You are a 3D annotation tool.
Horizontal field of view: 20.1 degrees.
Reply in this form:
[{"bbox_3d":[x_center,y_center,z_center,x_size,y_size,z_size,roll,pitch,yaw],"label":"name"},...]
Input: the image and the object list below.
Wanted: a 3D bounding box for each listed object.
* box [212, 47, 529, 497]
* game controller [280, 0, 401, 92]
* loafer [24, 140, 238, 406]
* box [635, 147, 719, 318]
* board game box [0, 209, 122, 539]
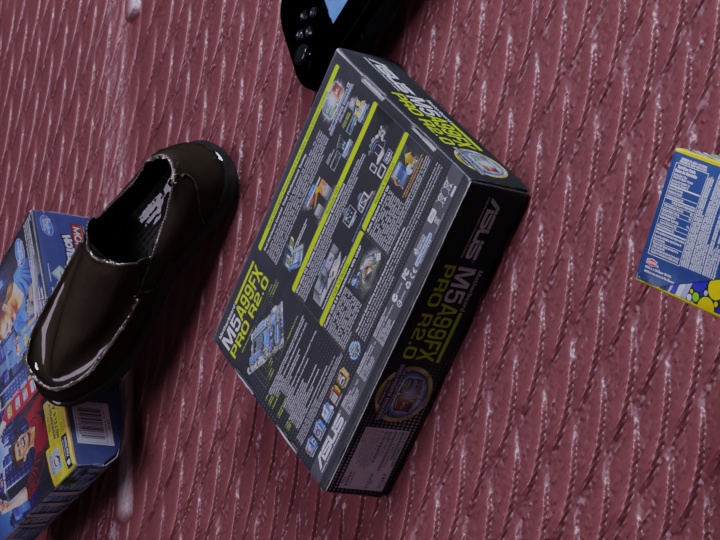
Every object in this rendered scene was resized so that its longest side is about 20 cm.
[{"bbox_3d":[0.000,0.000,1.140,0.160,0.044,0.201,48,121,48],"label":"box"},{"bbox_3d":[0.011,-0.200,1.172,0.200,0.042,0.105,-55,43,31],"label":"game controller"},{"bbox_3d":[-0.160,-0.004,1.297,0.073,0.071,0.201,38,100,29],"label":"loafer"},{"bbox_3d":[0.208,0.007,0.827,0.200,0.070,0.065,29,107,53],"label":"box"},{"bbox_3d":[-0.237,0.096,1.433,0.200,0.061,0.201,-44,50,42],"label":"board game box"}]
